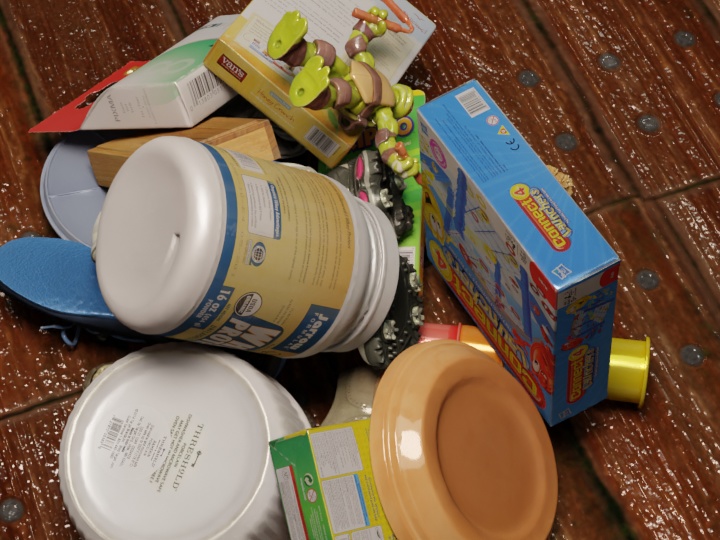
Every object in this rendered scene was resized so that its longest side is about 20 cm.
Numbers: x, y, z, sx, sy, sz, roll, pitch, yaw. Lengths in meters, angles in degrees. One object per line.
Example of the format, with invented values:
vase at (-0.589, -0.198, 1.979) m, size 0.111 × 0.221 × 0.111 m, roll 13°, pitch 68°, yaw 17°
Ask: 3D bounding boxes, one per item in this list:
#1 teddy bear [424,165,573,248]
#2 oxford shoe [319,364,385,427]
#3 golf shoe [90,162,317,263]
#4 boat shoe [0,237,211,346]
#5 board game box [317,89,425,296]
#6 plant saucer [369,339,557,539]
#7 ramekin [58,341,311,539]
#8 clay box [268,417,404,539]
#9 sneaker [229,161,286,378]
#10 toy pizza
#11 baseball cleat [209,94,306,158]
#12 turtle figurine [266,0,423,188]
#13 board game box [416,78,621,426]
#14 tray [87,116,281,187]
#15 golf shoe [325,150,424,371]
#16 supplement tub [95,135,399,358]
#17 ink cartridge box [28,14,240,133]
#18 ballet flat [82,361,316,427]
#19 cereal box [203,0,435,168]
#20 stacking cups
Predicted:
teddy bear at (0.092, -0.055, 1.464) m, size 0.199 × 0.067 × 0.146 m, roll 19°, pitch 59°, yaw 13°
oxford shoe at (-0.006, 0.165, 1.321) m, size 0.074 × 0.071 × 0.201 m, roll -3°, pitch 52°, yaw 29°
golf shoe at (-0.130, -0.056, 1.371) m, size 0.199 × 0.079 × 0.097 m, roll -17°, pitch 36°, yaw -7°
boat shoe at (-0.215, 0.034, 1.395) m, size 0.199 × 0.069 × 0.084 m, roll 20°, pitch 58°, yaw 8°
board game box at (0.009, -0.065, 1.444) m, size 0.095 × 0.030 × 0.201 m, roll -2°, pitch 65°, yaw 11°
plant saucer at (0.088, 0.147, 1.264) m, size 0.199 × 0.037 × 0.201 m, roll 23°, pitch 57°, yaw -39°
ramekin at (-0.134, 0.150, 1.261) m, size 0.199 × 0.105 × 0.202 m, roll -3°, pitch 69°, yaw 8°
clay box at (0.026, 0.167, 1.252) m, size 0.199 × 0.047 × 0.116 m, roll -3°, pitch 76°, yaw -49°
sneaker at (-0.068, 0.003, 1.421) m, size 0.066 × 0.078 × 0.201 m, roll -15°, pitch 66°, yaw 36°
toy pizza at (-0.186, -0.072, 1.488) m, size 0.199 × 0.032 × 0.201 m, roll 3°, pitch 51°, yaw -3°
baseball cleat at (-0.049, -0.155, 1.525) m, size 0.199 × 0.070 × 0.107 m, roll -22°, pitch 58°, yaw -20°
turtle figurine at (-0.006, -0.158, 1.361) m, size 0.064 × 0.161 × 0.201 m, roll -26°, pitch 64°, yaw 32°
board game box at (0.119, -0.011, 1.292) m, size 0.056 × 0.196 × 0.200 m, roll -26°, pitch 57°, yaw -13°
tray at (-0.152, -0.098, 1.389) m, size 0.098 × 0.037 × 0.200 m, roll -23°, pitch 16°, yaw -22°
golf shoe at (0.000, 0.000, 1.367) m, size 0.088 × 0.077 × 0.201 m, roll -19°, pitch 54°, yaw 23°
supplement tub at (-0.083, -0.012, 1.256) m, size 0.199 × 0.145 × 0.145 m, roll 13°, pitch 45°, yaw -40°
ink cartridge box at (-0.183, -0.176, 1.476) m, size 0.199 × 0.050 × 0.161 m, roll 4°, pitch 32°, yaw 34°
ballet flat at (-0.132, 0.108, 1.356) m, size 0.199 × 0.046 × 0.068 m, roll 15°, pitch 55°, yaw 9°
cereal box at (-0.031, -0.197, 1.444) m, size 0.144 × 0.040 × 0.200 m, roll 39°, pitch 46°, yaw -5°
stacking cups at (0.139, 0.076, 1.388) m, size 0.198 × 0.061 × 0.061 m, roll 5°, pitch 55°, yaw 9°
